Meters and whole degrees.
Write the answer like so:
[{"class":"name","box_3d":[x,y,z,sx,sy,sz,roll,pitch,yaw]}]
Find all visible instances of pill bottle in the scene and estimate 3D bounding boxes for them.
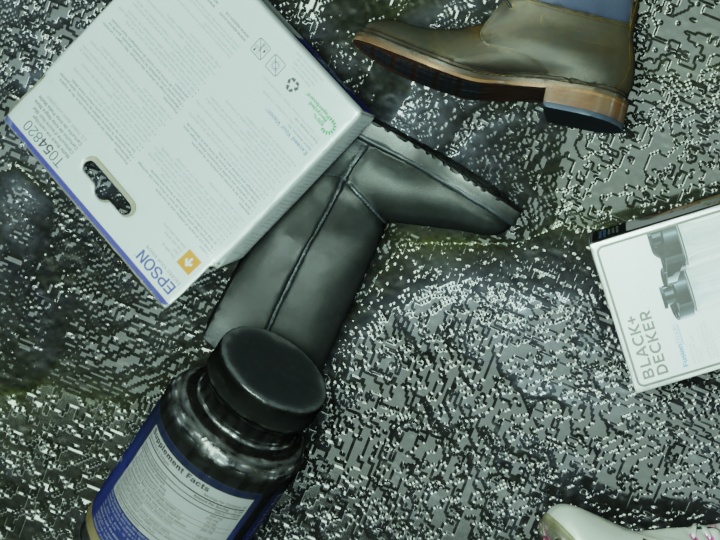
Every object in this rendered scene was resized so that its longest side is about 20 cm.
[{"class":"pill bottle","box_3d":[-0.109,0.140,1.740,0.112,0.112,0.200,35,118,0]}]

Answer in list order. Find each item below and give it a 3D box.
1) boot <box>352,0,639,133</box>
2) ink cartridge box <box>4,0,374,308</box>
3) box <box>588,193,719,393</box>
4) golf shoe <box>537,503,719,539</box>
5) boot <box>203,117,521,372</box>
[{"class":"boot","box_3d":[0.100,-0.168,1.725,0.200,0.075,0.097,17,83,3]},{"class":"ink cartridge box","box_3d":[-0.123,-0.108,1.736,0.200,0.041,0.200,-44,74,10]},{"class":"box","box_3d":[0.272,0.003,1.728,0.200,0.060,0.117,-16,97,9]},{"class":"golf shoe","box_3d":[0.223,0.214,1.768,0.200,0.073,0.092,31,83,-6]},{"class":"boot","box_3d":[-0.001,0.000,1.753,0.165,0.066,0.200,31,98,9]}]
